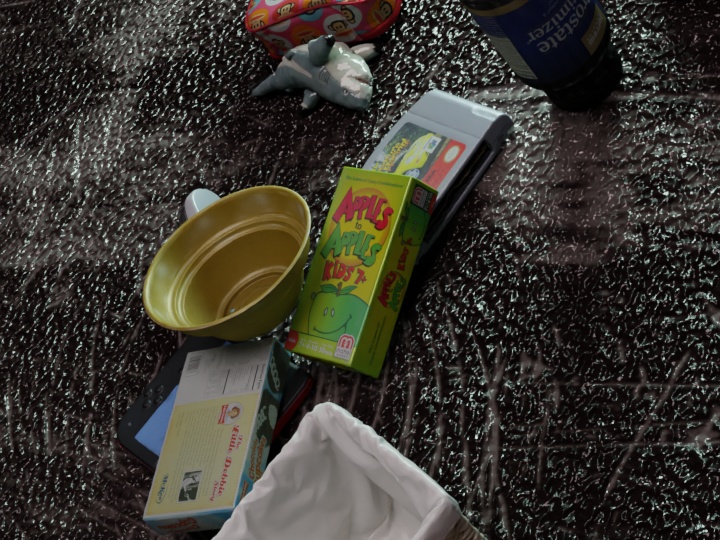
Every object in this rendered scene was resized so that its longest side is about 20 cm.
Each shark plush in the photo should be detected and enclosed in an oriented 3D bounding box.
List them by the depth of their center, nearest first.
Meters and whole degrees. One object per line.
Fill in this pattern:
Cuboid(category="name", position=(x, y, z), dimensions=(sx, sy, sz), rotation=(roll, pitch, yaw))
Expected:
Cuboid(category="shark plush", position=(-0.067, -0.223, 1.986), dimensions=(0.198, 0.091, 0.084), rotation=(-1, 88, 33))

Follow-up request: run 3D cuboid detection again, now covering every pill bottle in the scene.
Cuboid(category="pill bottle", position=(0.184, -0.253, 1.703), dimensions=(0.111, 0.200, 0.113), rotation=(-21, 47, 25))

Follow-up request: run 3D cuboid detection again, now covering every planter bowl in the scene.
Cuboid(category="planter bowl", position=(-0.122, 0.012, 1.766), dimensions=(0.199, 0.084, 0.201), rotation=(-21, 38, 17))

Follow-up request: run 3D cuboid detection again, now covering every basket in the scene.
Cuboid(category="basket", position=(0.000, 0.261, 1.480), dimensions=(0.201, 0.161, 0.198), rotation=(-51, 42, -5))

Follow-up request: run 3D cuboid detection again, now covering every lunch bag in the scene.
Cuboid(category="lunch bag", position=(-0.036, -0.351, 2.044), dimensions=(0.198, 0.082, 0.178), rotation=(-9, 53, 35))

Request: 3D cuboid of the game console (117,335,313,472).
Cuboid(category="game console", position=(-0.159, 0.147, 1.794), dimensions=(0.199, 0.031, 0.178), rotation=(27, 78, 46))

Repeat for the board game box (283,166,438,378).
Cuboid(category="board game box", position=(0.000, 0.000, 1.732), dimensions=(0.101, 0.047, 0.202), rotation=(11, 80, 45))

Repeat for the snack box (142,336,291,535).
Cuboid(category="snack box", position=(-0.144, 0.167, 1.720), dimensions=(0.115, 0.037, 0.202), rotation=(-11, 50, 31))

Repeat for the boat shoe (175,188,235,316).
Cuboid(category="boat shoe", position=(-0.172, -0.003, 1.900), dimensions=(0.066, 0.069, 0.201), rotation=(-51, 44, 31))

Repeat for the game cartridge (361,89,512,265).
Cuboid(category="game cartridge", position=(0.061, -0.101, 1.808), dimensions=(0.133, 0.041, 0.201), rotation=(24, 75, 50))
